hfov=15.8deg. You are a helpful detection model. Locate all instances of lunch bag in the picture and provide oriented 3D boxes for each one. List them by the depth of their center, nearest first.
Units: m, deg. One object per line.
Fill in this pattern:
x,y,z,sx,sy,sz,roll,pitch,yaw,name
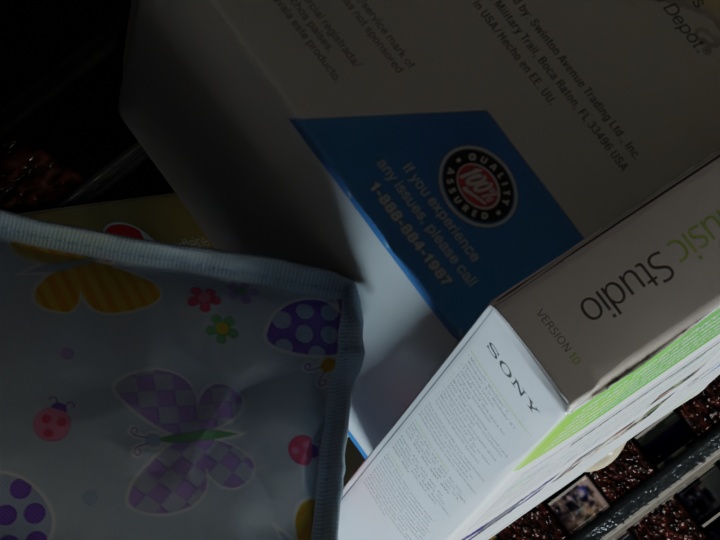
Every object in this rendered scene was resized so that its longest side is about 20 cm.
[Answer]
-0.115,0.064,0.727,0.170,0.199,0.128,121,-20,-62,lunch bag

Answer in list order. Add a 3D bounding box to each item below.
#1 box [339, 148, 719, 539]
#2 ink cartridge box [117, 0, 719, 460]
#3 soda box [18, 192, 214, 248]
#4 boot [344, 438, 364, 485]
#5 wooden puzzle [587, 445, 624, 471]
0.068,0.022,0.701,0.144,0.036,0.200,-32,170,-25,box
0.053,-0.068,0.760,0.200,0.147,0.145,-33,169,-17,ink cartridge box
-0.085,0.018,0.919,0.068,0.064,0.200,-40,169,20,soda box
-0.078,0.079,1.143,0.199,0.074,0.075,1,159,-36,boot
0.045,0.020,1.125,0.200,0.184,0.037,107,0,-67,wooden puzzle
